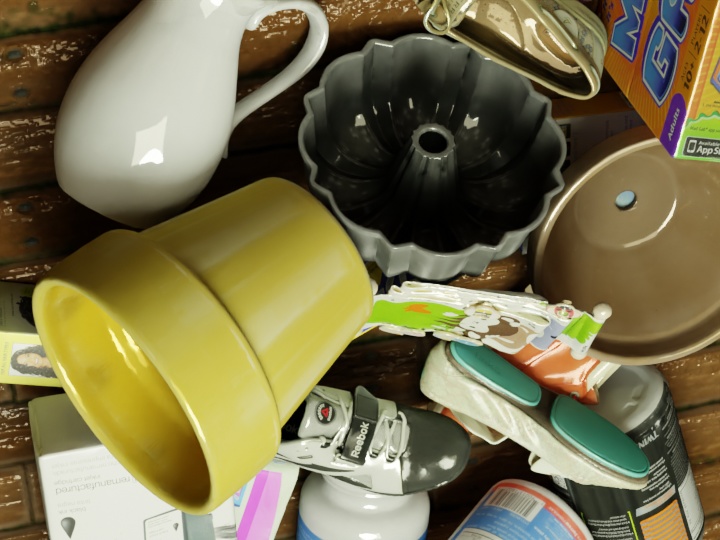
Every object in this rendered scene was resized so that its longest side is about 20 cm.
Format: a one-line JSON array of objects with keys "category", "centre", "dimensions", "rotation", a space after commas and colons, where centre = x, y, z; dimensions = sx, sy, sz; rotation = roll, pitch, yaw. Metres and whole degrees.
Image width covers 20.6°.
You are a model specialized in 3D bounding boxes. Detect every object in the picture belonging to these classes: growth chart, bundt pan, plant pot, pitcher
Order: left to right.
[{"category": "pitcher", "centre": [-0.122, -0.129, 1.438], "dimensions": [0.171, 0.121, 0.201], "rotation": [20, 102, -35]}, {"category": "plant pot", "centre": [-0.098, 0.038, 1.400], "dimensions": [0.188, 0.200, 0.202], "rotation": [-37, 126, -26]}, {"category": "bundt pan", "centre": [0.049, -0.074, 1.468], "dimensions": [0.200, 0.203, 0.076], "rotation": [-5, 147, -10]}, {"category": "growth chart", "centre": [0.084, 0.037, 1.478], "dimensions": [0.198, 0.018, 0.145], "rotation": [6, 162, 5]}, {"category": "plant pot", "centre": [0.219, -0.035, 1.534], "dimensions": [0.199, 0.093, 0.202], "rotation": [-5, 121, -9]}]

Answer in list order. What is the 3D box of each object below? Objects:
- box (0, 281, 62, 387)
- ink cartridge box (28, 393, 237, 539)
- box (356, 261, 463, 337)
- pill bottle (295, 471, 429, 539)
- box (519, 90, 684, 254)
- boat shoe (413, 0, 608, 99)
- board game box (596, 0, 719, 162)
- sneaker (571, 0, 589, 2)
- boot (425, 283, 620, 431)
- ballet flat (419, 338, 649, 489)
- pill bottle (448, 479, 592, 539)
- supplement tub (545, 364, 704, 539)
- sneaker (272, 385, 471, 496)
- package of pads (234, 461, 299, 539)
[{"category": "box", "centre": [-0.272, 0.047, 1.521], "dimensions": [0.198, 0.075, 0.050], "rotation": [4, 121, -17]}, {"category": "ink cartridge box", "centre": [-0.171, 0.191, 1.541], "dimensions": [0.145, 0.086, 0.202], "rotation": [-9, 120, -9]}, {"category": "box", "centre": [0.000, 0.000, 1.559], "dimensions": [0.199, 0.070, 0.064], "rotation": [-30, 126, 5]}, {"category": "pill bottle", "centre": [0.000, 0.227, 1.667], "dimensions": [0.111, 0.112, 0.202], "rotation": [-2, 120, -12]}, {"category": "box", "centre": [0.197, -0.082, 1.579], "dimensions": [0.198, 0.042, 0.120], "rotation": [-6, 121, -7]}, {"category": "boat shoe", "centre": [0.097, -0.195, 1.457], "dimensions": [0.199, 0.063, 0.073], "rotation": [26, 127, -12]}, {"category": "board game box", "centre": [0.308, -0.206, 1.437], "dimensions": [0.198, 0.200, 0.201], "rotation": [4, 119, -15]}, {"category": "sneaker", "centre": [0.166, -0.279, 1.426], "dimensions": [0.074, 0.090, 0.202], "rotation": [-7, 121, -9]}, {"category": "boot", "centre": [0.137, 0.088, 1.617], "dimensions": [0.200, 0.075, 0.107], "rotation": [-45, 82, 15]}, {"category": "ballet flat", "centre": [0.136, 0.122, 1.573], "dimensions": [0.199, 0.068, 0.063], "rotation": [34, 122, 2]}, {"category": "pill bottle", "centre": [0.097, 0.276, 1.619], "dimensions": [0.200, 0.112, 0.113], "rotation": [-46, 128, -30]}, {"category": "supplement tub", "centre": [0.223, 0.182, 1.688], "dimensions": [0.122, 0.123, 0.201], "rotation": [-20, 122, -1]}, {"category": "sneaker", "centre": [-0.014, 0.129, 1.550], "dimensions": [0.198, 0.089, 0.075], "rotation": [7, 76, 9]}, {"category": "package of pads", "centre": [-0.154, 0.217, 1.650], "dimensions": [0.153, 0.068, 0.201], "rotation": [11, 116, -19]}]
